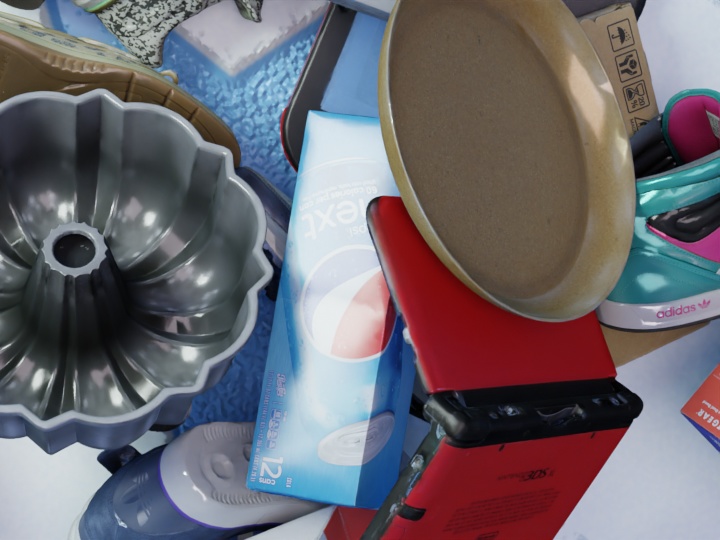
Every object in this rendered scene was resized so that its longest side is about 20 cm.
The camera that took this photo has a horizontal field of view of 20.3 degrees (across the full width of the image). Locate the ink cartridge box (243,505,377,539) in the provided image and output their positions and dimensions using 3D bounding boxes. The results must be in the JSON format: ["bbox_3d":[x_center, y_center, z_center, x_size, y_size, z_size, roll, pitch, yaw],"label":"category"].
[{"bbox_3d":[-0.024,0.201,1.126,0.199,0.050,0.163,-19,141,-4],"label":"ink cartridge box"}]

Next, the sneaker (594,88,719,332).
[{"bbox_3d":[0.216,-0.048,1.155,0.199,0.084,0.121,-16,111,-26],"label":"sneaker"}]

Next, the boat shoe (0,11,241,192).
[{"bbox_3d":[-0.157,-0.100,1.110,0.199,0.063,0.073,26,111,-21],"label":"boat shoe"}]

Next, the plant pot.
[{"bbox_3d":[0.073,-0.068,1.043,0.200,0.027,0.201,19,63,-42],"label":"plant pot"}]

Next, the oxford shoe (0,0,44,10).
[{"bbox_3d":[-0.237,-0.226,1.101,0.200,0.071,0.071,37,59,-4],"label":"oxford shoe"}]

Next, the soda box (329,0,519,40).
[{"bbox_3d":[-0.009,-0.177,1.075,0.199,0.068,0.064,17,93,-29],"label":"soda box"}]

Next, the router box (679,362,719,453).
[{"bbox_3d":[0.304,0.074,1.172,0.180,0.049,0.200,-50,128,-2],"label":"router box"}]

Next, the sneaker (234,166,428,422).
[{"bbox_3d":[0.000,0.000,1.151,0.200,0.077,0.085,43,75,-22],"label":"sneaker"}]

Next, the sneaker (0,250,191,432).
[{"bbox_3d":[-0.160,0.006,1.134,0.200,0.076,0.116,25,49,11],"label":"sneaker"}]

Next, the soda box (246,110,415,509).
[{"bbox_3d":[-0.005,0.022,1.057,0.064,0.068,0.201,7,84,19],"label":"soda box"}]

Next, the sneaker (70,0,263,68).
[{"bbox_3d":[-0.070,-0.186,1.129,0.200,0.077,0.089,-34,111,1],"label":"sneaker"}]

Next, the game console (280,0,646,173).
[{"bbox_3d":[0.061,-0.121,1.168,0.176,0.031,0.201,23,91,-10],"label":"game console"}]

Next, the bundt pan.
[{"bbox_3d":[-0.147,0.009,1.035,0.201,0.076,0.203,4,57,-6],"label":"bundt pan"}]

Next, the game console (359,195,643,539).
[{"bbox_3d":[0.052,0.066,1.065,0.119,0.200,0.173,42,112,27],"label":"game console"}]

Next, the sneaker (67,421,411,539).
[{"bbox_3d":[-0.073,0.146,1.155,0.199,0.146,0.081,9,53,-44],"label":"sneaker"}]

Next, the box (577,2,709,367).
[{"bbox_3d":[0.113,-0.034,1.156,0.163,0.021,0.201,-22,104,-23],"label":"box"}]
